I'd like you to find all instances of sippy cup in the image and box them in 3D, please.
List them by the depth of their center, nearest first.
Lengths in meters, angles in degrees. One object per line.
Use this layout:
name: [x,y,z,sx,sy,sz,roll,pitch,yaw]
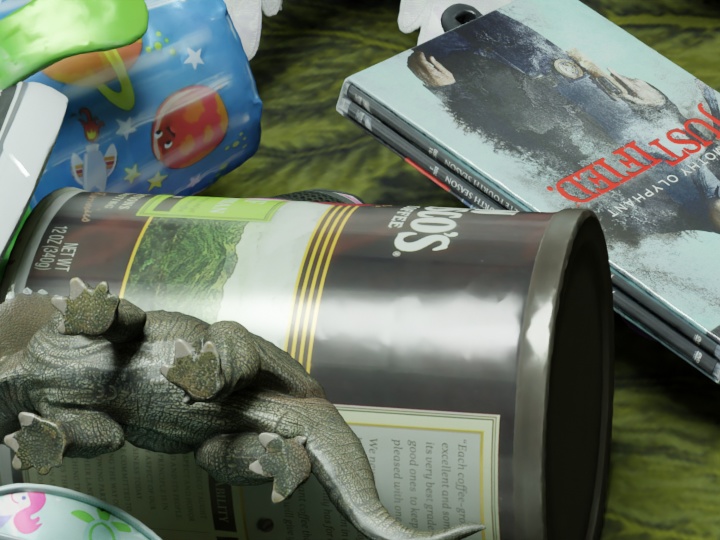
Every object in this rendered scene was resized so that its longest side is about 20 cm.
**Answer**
sippy cup: [-0.115,-0.068,1.116,0.130,0.140,0.178,-24,22,-15]

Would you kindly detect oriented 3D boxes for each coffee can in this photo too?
coffee can: [-0.017,0.047,0.989,0.199,0.147,0.147,3,41,14]

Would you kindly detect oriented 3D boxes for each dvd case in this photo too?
dvd case: [0.109,-0.041,1.105,0.200,0.022,0.146,38,41,24]

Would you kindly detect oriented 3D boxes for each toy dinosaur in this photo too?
toy dinosaur: [-0.054,0.040,0.880,0.199,0.077,0.102,7,5,7]

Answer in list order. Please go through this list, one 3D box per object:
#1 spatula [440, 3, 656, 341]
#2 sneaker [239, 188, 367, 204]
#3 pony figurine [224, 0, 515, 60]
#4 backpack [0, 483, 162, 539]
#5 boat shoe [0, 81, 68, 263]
spatula: [0.089,-0.047,1.146,0.056,0.021,0.200,-24,54,-19]
sneaker: [0.000,0.000,1.099,0.199,0.081,0.086,12,33,15]
pony figurine: [-0.005,-0.183,1.247,0.166,0.194,0.200,4,15,-12]
backpack: [-0.120,0.166,0.858,0.200,0.151,0.178,-31,75,-33]
boat shoe: [-0.158,0.002,0.933,0.056,0.069,0.200,28,52,-6]
